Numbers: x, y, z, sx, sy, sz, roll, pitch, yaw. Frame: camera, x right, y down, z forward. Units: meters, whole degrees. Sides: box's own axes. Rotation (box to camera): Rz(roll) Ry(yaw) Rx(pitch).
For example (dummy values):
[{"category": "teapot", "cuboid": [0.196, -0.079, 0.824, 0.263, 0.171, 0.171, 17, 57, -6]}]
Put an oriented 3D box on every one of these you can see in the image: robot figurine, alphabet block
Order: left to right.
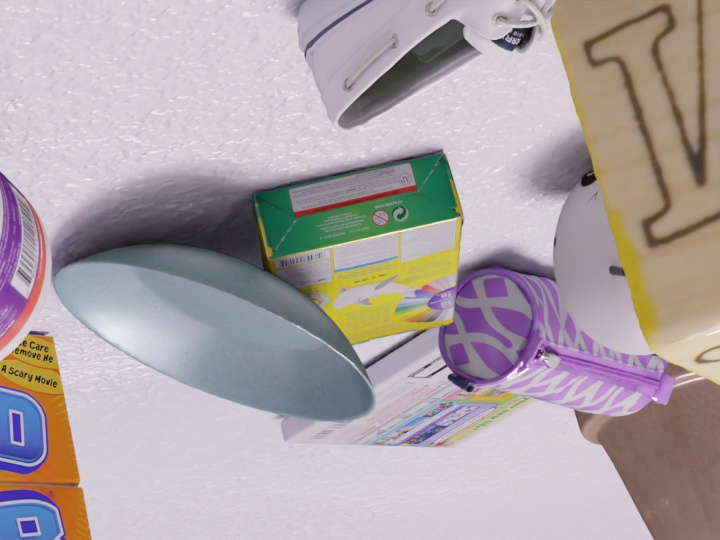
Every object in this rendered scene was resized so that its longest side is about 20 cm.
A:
[{"category": "robot figurine", "cuboid": [0.211, -0.013, 1.245, 0.199, 0.125, 0.150, -2, 151, -29]}, {"category": "alphabet block", "cuboid": [0.236, -0.064, 1.021, 0.199, 0.198, 0.195, -22, 157, 22]}]

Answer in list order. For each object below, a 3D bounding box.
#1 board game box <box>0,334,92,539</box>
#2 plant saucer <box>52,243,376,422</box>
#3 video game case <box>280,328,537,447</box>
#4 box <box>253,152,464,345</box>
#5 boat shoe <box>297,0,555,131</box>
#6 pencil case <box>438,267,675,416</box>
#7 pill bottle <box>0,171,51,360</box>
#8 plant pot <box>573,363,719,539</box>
[{"category": "board game box", "cuboid": [-0.303, 0.161, 1.247, 0.199, 0.201, 0.199, 8, 150, -45]}, {"category": "plant saucer", "cuboid": [-0.079, 0.028, 1.201, 0.200, 0.039, 0.201, 18, 159, 7]}, {"category": "video game case", "cuboid": [0.068, 0.087, 1.553, 0.181, 0.022, 0.200, 6, 151, -41]}, {"category": "box", "cuboid": [0.000, 0.000, 1.248, 0.117, 0.049, 0.200, -12, 157, -5]}, {"category": "boat shoe", "cuboid": [0.060, -0.124, 0.934, 0.199, 0.067, 0.073, -29, 155, 34]}, {"category": "pencil case", "cuboid": [0.135, 0.051, 1.409, 0.085, 0.084, 0.200, 18, -178, 36]}, {"category": "pill bottle", "cuboid": [-0.223, -0.027, 0.940, 0.111, 0.112, 0.200, -16, 159, 6]}, {"category": "plant pot", "cuboid": [0.280, 0.146, 1.628, 0.199, 0.176, 0.200, -12, 158, -5]}]
